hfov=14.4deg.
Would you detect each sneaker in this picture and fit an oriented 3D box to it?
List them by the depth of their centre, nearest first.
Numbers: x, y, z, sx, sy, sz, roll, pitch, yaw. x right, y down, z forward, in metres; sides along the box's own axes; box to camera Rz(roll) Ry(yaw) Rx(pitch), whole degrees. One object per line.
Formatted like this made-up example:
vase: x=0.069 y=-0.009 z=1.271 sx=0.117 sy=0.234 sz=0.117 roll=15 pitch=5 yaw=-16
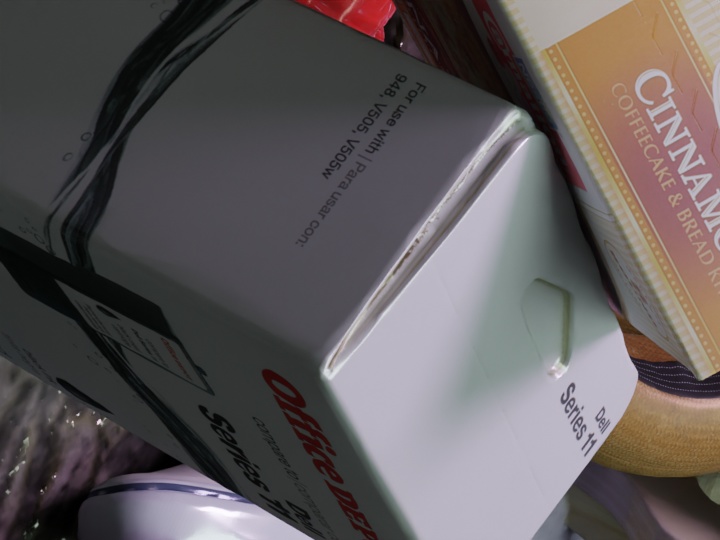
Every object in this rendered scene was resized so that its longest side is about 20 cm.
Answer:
sneaker: x=-0.024 y=0.066 z=0.974 sx=0.200 sy=0.073 sz=0.071 roll=3 pitch=81 yaw=-54

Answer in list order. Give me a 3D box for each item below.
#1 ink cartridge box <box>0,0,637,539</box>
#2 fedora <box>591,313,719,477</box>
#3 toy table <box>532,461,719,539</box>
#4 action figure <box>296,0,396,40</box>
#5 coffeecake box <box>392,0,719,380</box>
ink cartridge box: x=-0.042 y=-0.011 z=0.728 sx=0.083 sy=0.200 sz=0.147 roll=-53 pitch=149 yaw=-17
fedora: x=0.116 y=-0.028 z=0.938 sx=0.201 sy=0.082 sz=0.201 roll=-15 pitch=122 yaw=-25
toy table: x=0.128 y=0.085 z=1.174 sx=0.200 sy=0.117 sz=0.184 roll=-26 pitch=134 yaw=-50
action figure: x=-0.031 y=-0.095 z=0.839 sx=0.065 sy=0.052 sz=0.200 roll=-57 pitch=156 yaw=-1
coffeecake box: x=0.058 y=-0.071 z=0.729 sx=0.073 sy=0.200 sz=0.154 roll=-29 pitch=102 yaw=-3
